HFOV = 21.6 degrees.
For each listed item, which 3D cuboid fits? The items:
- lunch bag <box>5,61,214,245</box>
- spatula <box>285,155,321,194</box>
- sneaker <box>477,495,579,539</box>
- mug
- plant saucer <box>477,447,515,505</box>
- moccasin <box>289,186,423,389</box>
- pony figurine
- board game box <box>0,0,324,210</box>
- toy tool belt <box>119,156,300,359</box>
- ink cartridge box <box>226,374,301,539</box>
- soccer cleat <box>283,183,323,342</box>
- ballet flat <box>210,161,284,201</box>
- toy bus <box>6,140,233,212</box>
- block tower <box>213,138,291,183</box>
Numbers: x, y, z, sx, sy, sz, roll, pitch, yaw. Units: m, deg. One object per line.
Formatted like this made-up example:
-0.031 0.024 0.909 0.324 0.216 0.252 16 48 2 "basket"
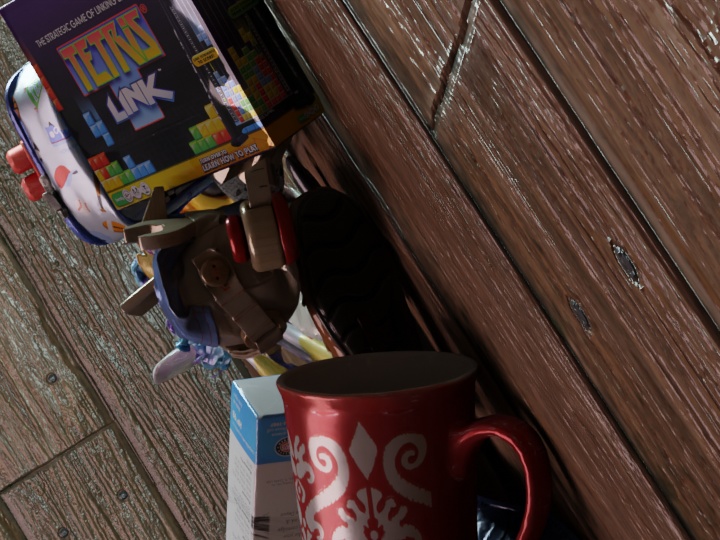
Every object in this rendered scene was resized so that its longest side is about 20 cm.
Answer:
-0.174 -0.113 1.455 0.075 0.200 0.161 -17 107 43 "lunch bag"
0.000 0.000 1.399 0.201 0.020 0.057 60 -177 2 "spatula"
0.111 0.205 1.302 0.078 0.070 0.200 45 168 -32 "sneaker"
0.028 0.166 1.219 0.177 0.133 0.202 12 108 61 "mug"
0.068 0.140 1.462 0.201 0.032 0.200 55 172 12 "plant saucer"
0.004 0.035 1.330 0.202 0.073 0.078 59 168 -12 "moccasin"
-0.097 0.046 1.588 0.199 0.167 0.193 35 172 14 "pony figurine"
-0.137 -0.141 1.260 0.199 0.057 0.166 -17 108 51 "board game box"
-0.105 0.001 1.261 0.200 0.122 0.126 109 147 -80 "toy tool belt"
-0.040 0.180 1.443 0.067 0.115 0.201 -136 45 -57 "ink cartridge box"
-0.044 -0.009 1.492 0.200 0.069 0.078 52 168 54 "soccer cleat"
-0.106 -0.131 1.428 0.201 0.072 0.072 60 172 -18 "ballet flat"
-0.208 -0.106 1.687 0.201 0.191 0.136 58 171 -13 "toy bus"
-0.135 -0.149 1.351 0.200 0.054 0.058 43 133 13 "block tower"
